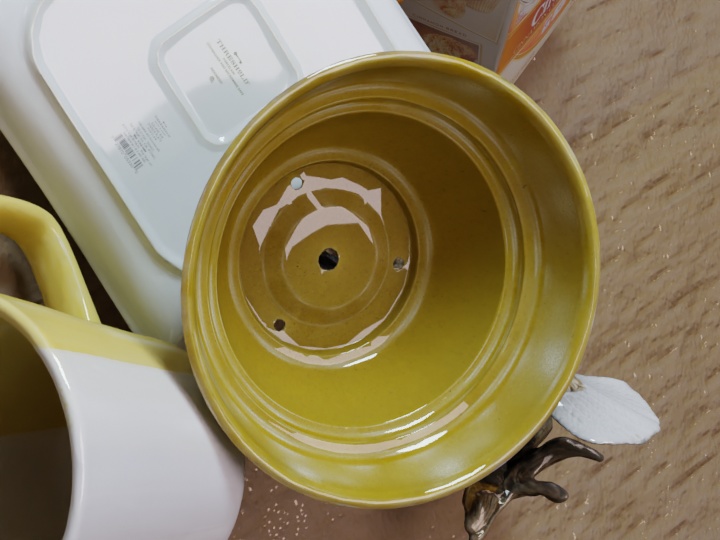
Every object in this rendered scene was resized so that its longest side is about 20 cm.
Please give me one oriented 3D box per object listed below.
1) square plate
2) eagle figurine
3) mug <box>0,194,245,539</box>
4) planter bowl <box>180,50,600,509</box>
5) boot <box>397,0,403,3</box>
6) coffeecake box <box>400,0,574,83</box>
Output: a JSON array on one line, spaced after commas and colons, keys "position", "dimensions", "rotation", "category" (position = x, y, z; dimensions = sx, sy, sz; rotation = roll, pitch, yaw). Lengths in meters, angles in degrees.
[{"position": [-0.064, -0.089, 1.185], "dimensions": [0.198, 0.028, 0.200], "rotation": [-37, 104, -18], "category": "square plate"}, {"position": [0.043, 0.032, 1.310], "dimensions": [0.151, 0.152, 0.200], "rotation": [-29, 113, -23], "category": "eagle figurine"}, {"position": [-0.125, 0.067, 1.108], "dimensions": [0.153, 0.149, 0.187], "rotation": [5, 93, -55], "category": "mug"}, {"position": [0.000, 0.000, 1.154], "dimensions": [0.200, 0.083, 0.201], "rotation": [-4, 99, -24], "category": "planter bowl"}, {"position": [-0.064, -0.105, 1.254], "dimensions": [0.201, 0.071, 0.144], "rotation": [15, 80, -39], "category": "boot"}, {"position": [0.087, -0.203, 1.338], "dimensions": [0.154, 0.073, 0.200], "rotation": [-53, 166, -37], "category": "coffeecake box"}]
